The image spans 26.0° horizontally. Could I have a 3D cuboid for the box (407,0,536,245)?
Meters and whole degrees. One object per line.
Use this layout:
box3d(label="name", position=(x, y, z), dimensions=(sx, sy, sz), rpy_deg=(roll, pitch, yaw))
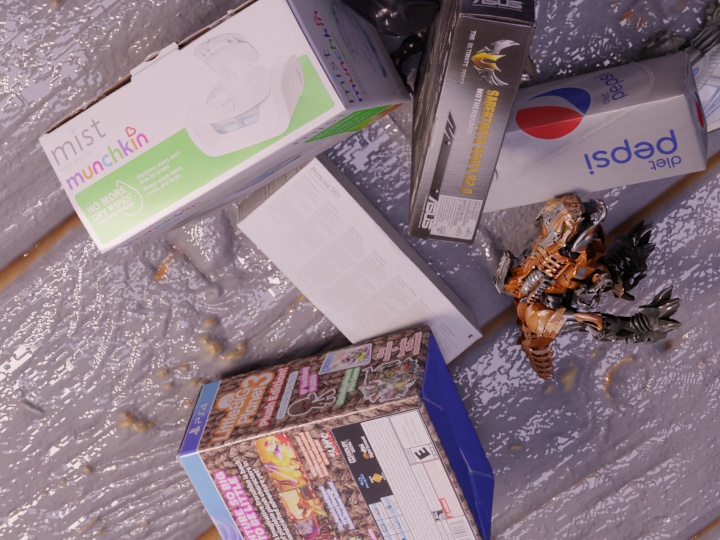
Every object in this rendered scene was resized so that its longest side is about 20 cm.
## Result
box3d(label="box", position=(0.072, -0.141, 1.038), dimensions=(0.048, 0.159, 0.200), rpy_deg=(8, 138, -4))

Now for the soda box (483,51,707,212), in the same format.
box3d(label="soda box", position=(0.151, -0.098, 1.151), dimensions=(0.199, 0.064, 0.068), rpy_deg=(-10, 124, 21))

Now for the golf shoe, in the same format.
box3d(label="golf shoe", position=(0.293, -0.159, 1.183), dimensions=(0.200, 0.078, 0.097), rpy_deg=(-31, 116, 16))

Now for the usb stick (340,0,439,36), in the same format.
box3d(label="usb stick", position=(-0.024, -0.219, 1.067), dimensions=(0.055, 0.200, 0.033), rpy_deg=(-15, 135, -38))

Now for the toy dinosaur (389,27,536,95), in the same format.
box3d(label="toy dinosaur", position=(0.034, -0.186, 1.160), dimensions=(0.200, 0.047, 0.088), rpy_deg=(36, 100, -12))

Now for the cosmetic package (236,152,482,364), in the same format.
box3d(label="cosmetic package", position=(0.000, 0.000, 1.219), dimensions=(0.082, 0.051, 0.200), rpy_deg=(-39, 109, 13))

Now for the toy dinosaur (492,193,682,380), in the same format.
box3d(label="toy dinosaur", position=(0.164, 0.012, 1.211), dimensions=(0.135, 0.200, 0.102), rpy_deg=(-3, 71, -11))

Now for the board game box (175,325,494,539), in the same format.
box3d(label="board game box", position=(-0.015, 0.154, 1.217), dimensions=(0.200, 0.097, 0.160), rpy_deg=(-15, 118, 16))

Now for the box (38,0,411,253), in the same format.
box3d(label="box", position=(-0.089, -0.109, 1.076), dimensions=(0.200, 0.176, 0.097), rpy_deg=(-28, 91, 17))
